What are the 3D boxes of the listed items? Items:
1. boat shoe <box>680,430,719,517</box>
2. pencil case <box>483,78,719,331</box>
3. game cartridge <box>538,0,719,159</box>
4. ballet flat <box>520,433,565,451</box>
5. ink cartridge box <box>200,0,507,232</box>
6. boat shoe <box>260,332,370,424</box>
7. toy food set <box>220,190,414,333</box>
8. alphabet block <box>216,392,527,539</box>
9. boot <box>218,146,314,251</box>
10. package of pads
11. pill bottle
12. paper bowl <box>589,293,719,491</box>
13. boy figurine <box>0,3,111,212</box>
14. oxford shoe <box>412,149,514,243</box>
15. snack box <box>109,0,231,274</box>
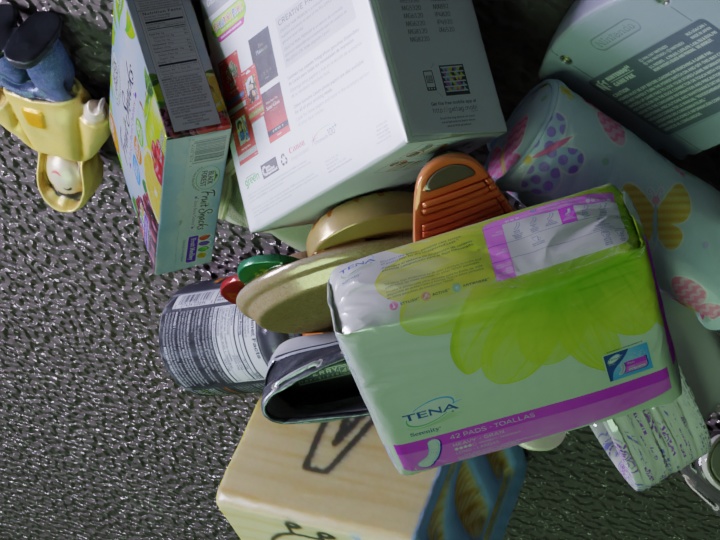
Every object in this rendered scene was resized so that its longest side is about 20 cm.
[{"bbox_3d":[0.351,0.204,1.485,0.200,0.067,0.057,41,163,-19],"label":"boat shoe"},{"bbox_3d":[0.177,-0.043,1.118,0.199,0.083,0.091,31,-175,-15],"label":"pencil case"},{"bbox_3d":[0.195,-0.133,1.040,0.133,0.042,0.200,35,159,-13],"label":"game cartridge"},{"bbox_3d":[0.100,0.044,1.302,0.070,0.069,0.201,82,162,-57],"label":"ballet flat"},{"bbox_3d":[-0.013,-0.139,1.130,0.083,0.177,0.200,-9,171,-35],"label":"ink cartridge box"},{"bbox_3d":[0.020,0.072,1.248,0.199,0.068,0.072,-11,118,16],"label":"boat shoe"},{"bbox_3d":[0.000,0.000,1.230,0.197,0.049,0.200,-21,164,31],"label":"toy food set"},{"bbox_3d":[0.016,0.193,1.572,0.199,0.197,0.196,8,146,27],"label":"alphabet block"},{"bbox_3d":[-0.032,-0.063,1.315,0.154,0.072,0.200,27,156,-4],"label":"boot"},{"bbox_3d":[0.091,0.039,1.074,0.199,0.068,0.155,-17,133,6],"label":"package of pads"},{"bbox_3d":[-0.077,0.053,1.502,0.199,0.107,0.106,-8,138,44],"label":"pill bottle"},{"bbox_3d":[0.192,0.049,1.240,0.201,0.104,0.201,59,-179,-2],"label":"paper bowl"},{"bbox_3d":[-0.257,-0.127,1.387,0.124,0.065,0.201,12,146,15],"label":"boy figurine"},{"bbox_3d":[0.071,-0.012,1.123,0.071,0.073,0.201,-17,135,3],"label":"oxford shoe"},{"bbox_3d":[-0.143,-0.107,1.257,0.053,0.143,0.200,-11,155,-15],"label":"snack box"}]
